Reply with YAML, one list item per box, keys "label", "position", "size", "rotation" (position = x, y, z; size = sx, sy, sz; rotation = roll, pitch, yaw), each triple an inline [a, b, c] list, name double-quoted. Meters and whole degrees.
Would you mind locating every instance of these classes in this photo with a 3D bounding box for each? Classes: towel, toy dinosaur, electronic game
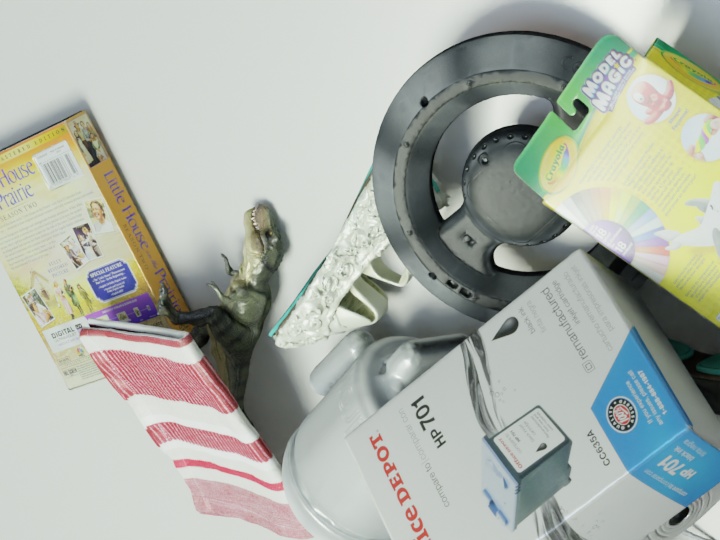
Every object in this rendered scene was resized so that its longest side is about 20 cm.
- label: "towel"
  position: [-0.123, 0.121, 1.424]
  size: [0.144, 0.023, 0.201]
  rotation: [4, 133, 49]
- label: "toy dinosaur"
  position: [-0.110, 0.043, 1.402]
  size: [0.088, 0.048, 0.201]
  rotation: [6, 124, -8]
- label: "electronic game"
  position: [0.104, -0.055, 1.199]
  size: [0.199, 0.042, 0.201]
  rotation: [6, 114, 15]

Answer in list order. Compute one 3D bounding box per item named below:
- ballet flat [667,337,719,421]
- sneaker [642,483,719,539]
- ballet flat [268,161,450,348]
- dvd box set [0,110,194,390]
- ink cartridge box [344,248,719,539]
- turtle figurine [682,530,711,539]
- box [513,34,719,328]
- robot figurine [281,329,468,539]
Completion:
- label: "ballet flat"
  position: [0.215, 0.077, 1.192]
  size: [0.199, 0.068, 0.069]
  rotation: [10, 109, 42]
- label: "sneaker"
  position: [0.142, 0.140, 1.238]
  size: [0.112, 0.199, 0.073]
  rotation: [54, 171, 41]
- label: "ballet flat"
  position: [0.000, 0.000, 1.302]
  size: [0.072, 0.072, 0.200]
  rotation: [42, 131, 10]
- label: "dvd box set"
  position: [-0.223, -0.012, 1.478]
  size: [0.146, 0.029, 0.201]
  rotation: [-20, 101, 40]
- label: "ink cartridge box"
  position: [0.108, 0.110, 1.151]
  size: [0.200, 0.086, 0.147]
  rotation: [-39, 53, 15]
- label: "turtle figurine"
  position: [0.161, 0.220, 1.288]
  size: [0.199, 0.100, 0.151]
  rotation: [19, 120, 35]
- label: "box"
  position: [0.200, -0.048, 1.119]
  size: [0.200, 0.048, 0.118]
  rotation: [35, 119, 1]
- label: "robot figurine"
  position: [0.017, 0.124, 1.325]
  size: [0.200, 0.112, 0.170]
  rotation: [-52, 53, 40]
